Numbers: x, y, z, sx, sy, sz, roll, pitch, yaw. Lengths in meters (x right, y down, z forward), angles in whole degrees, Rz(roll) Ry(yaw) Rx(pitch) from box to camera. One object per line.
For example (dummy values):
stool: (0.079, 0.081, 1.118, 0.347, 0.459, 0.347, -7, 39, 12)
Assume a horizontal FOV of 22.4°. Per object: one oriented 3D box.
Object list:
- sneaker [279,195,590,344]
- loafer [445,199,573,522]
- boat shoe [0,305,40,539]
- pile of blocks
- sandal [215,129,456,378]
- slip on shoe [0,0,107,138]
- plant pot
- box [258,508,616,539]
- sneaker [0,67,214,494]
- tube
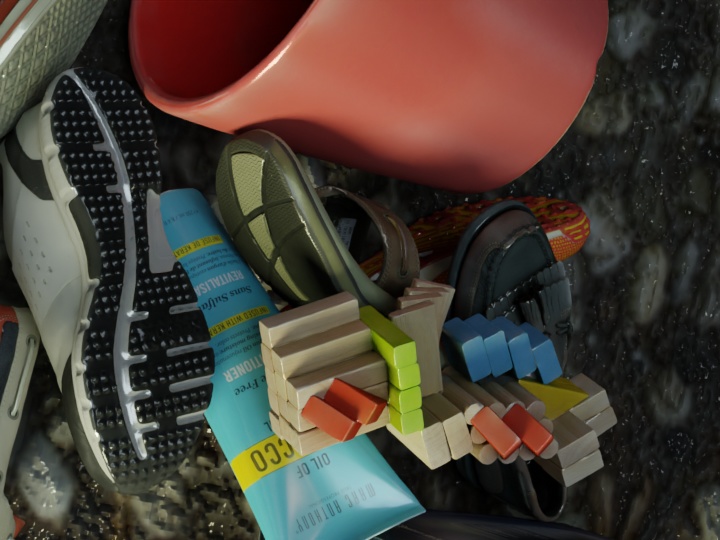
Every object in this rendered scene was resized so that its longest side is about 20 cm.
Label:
sneaker: (0.039, 0.020, 0.987, 0.200, 0.073, 0.077, -28, 119, -15)
loafer: (0.089, 0.052, 0.956, 0.072, 0.063, 0.200, -30, 139, -24)
boat shoe: (-0.190, 0.113, 0.871, 0.062, 0.071, 0.201, 5, 87, -29)
pile of blocks: (0.050, 0.055, 0.848, 0.200, 0.062, 0.082, 8, 106, -31)
sandal: (0.000, 0.000, 0.889, 0.057, 0.080, 0.201, -53, 125, -19)
slip on shoe: (-0.159, -0.144, 0.878, 0.061, 0.074, 0.200, 27, 86, 10)
plant pot: (0.014, -0.135, 0.898, 0.177, 0.200, 0.201, 26, 81, -34)
box: (0.069, 0.193, 0.930, 0.198, 0.200, 0.124, 10, 88, -28)
sneaker: (-0.126, 0.009, 0.869, 0.074, 0.080, 0.201, 0, 75, -41)
tube: (-0.052, 0.052, 0.885, 0.077, 0.050, 0.200, -26, 69, -18)
